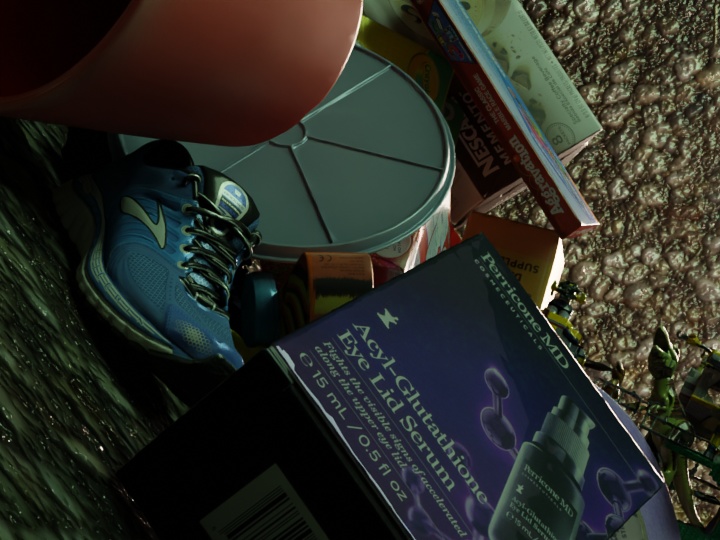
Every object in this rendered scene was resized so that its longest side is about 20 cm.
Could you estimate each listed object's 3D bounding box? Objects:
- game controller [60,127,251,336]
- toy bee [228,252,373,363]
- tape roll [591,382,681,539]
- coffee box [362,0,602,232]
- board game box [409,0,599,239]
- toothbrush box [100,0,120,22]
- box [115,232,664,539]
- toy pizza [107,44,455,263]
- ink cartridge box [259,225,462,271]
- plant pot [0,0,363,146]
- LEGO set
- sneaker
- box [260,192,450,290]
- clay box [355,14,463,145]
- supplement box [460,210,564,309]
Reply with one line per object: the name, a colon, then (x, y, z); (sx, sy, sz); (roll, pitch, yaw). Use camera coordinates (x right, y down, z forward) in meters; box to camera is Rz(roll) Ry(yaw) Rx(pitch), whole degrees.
game controller: (-0.110, -0.018, 1.222); (0.104, 0.042, 0.200); (57, 6, 38)
toy bee: (-0.024, 0.054, 1.125); (0.200, 0.131, 0.109); (44, 43, -80)
tape roll: (0.087, 0.155, 1.064); (0.200, 0.066, 0.201); (16, 68, -45)
coffee box: (0.063, -0.144, 1.444); (0.200, 0.113, 0.080); (58, -23, 5)
board game box: (0.092, -0.110, 1.348); (0.200, 0.019, 0.103); (58, 13, 6)
toothbrush box: (-0.214, -0.194, 1.199); (0.146, 0.086, 0.200); (52, 6, -22)
box: (0.019, 0.089, 0.876); (0.148, 0.104, 0.200); (54, 32, 5)
toy pizza: (-0.045, -0.069, 1.173); (0.200, 0.200, 0.032); (57, -30, 37)
ink cartridge box: (0.032, 0.047, 1.394); (0.200, 0.162, 0.050); (54, -8, 5)
plant pot: (-0.105, -0.153, 1.039); (0.177, 0.200, 0.201); (20, 30, -52)
LEGO set: (0.170, 0.067, 1.186); (0.200, 0.116, 0.154); (21, -30, 17)
sneaker: (-0.093, -0.010, 1.024); (0.079, 0.089, 0.200); (49, 6, -38)
box: (0.000, 0.000, 1.284); (0.095, 0.100, 0.200); (14, -28, 11)
clay box: (-0.021, -0.113, 1.323); (0.200, 0.115, 0.048); (25, -30, -14)
supplement box: (0.076, 0.068, 1.329); (0.066, 0.201, 0.069); (14, -12, 10)
